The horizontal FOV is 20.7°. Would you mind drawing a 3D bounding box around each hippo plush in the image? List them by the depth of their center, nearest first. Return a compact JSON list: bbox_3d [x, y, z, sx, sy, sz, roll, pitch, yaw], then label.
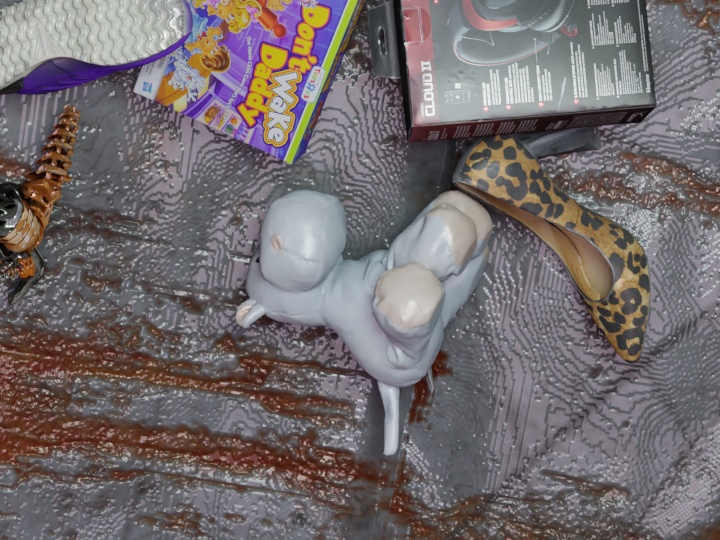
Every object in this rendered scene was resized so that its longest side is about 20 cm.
[{"bbox_3d":[0.000,0.000,1.515,0.161,0.159,0.200,25,143,12],"label":"hippo plush"}]

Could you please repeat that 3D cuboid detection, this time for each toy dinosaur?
[{"bbox_3d":[-0.289,-0.047,1.520,0.136,0.102,0.200,37,80,-23],"label":"toy dinosaur"}]

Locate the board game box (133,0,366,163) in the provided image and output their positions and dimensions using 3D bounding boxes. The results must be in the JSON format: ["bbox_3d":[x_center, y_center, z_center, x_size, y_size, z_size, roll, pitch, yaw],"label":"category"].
[{"bbox_3d":[-0.070,-0.199,1.464,0.134,0.045,0.200,24,108,5],"label":"board game box"}]

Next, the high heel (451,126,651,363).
[{"bbox_3d":[0.143,-0.012,1.499,0.142,0.071,0.200,-16,90,-35],"label":"high heel"}]

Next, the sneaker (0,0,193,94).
[{"bbox_3d":[-0.203,-0.174,1.469,0.200,0.099,0.070,-9,87,23],"label":"sneaker"}]

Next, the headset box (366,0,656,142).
[{"bbox_3d":[0.106,-0.177,1.440,0.200,0.075,0.149,-6,84,-2],"label":"headset box"}]
